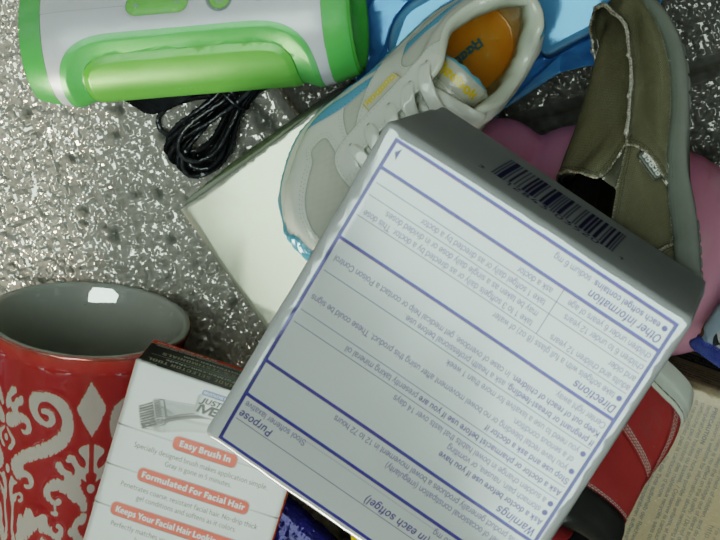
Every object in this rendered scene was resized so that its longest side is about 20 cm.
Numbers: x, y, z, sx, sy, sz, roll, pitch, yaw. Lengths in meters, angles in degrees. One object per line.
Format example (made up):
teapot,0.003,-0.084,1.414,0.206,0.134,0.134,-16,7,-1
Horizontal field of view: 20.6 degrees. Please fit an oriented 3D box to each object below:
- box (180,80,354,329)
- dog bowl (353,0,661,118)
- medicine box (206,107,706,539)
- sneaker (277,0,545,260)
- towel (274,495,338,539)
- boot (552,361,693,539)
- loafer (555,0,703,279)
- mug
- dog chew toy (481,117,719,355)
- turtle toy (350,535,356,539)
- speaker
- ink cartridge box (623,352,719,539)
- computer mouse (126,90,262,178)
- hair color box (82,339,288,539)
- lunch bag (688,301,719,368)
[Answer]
box,0.000,0.000,1.228,0.109,0.128,0.201,-33,96,15
dog bowl,0.090,-0.158,1.212,0.199,0.050,0.112,-27,98,15
medicine box,0.052,0.048,1.042,0.181,0.103,0.201,33,106,8
sneaker,0.028,-0.087,1.124,0.076,0.081,0.200,42,72,-12
towel,-0.078,0.241,1.266,0.147,0.050,0.200,41,99,-2
boot,0.091,0.072,1.126,0.200,0.145,0.072,41,150,-15
loafer,0.145,-0.065,1.104,0.069,0.075,0.202,-1,70,-7
mug,-0.167,0.130,1.284,0.177,0.133,0.202,20,113,35
dog chew toy,0.136,-0.029,1.190,0.199,0.125,0.125,21,107,-3
turtle toy,0.067,0.226,1.189,0.144,0.101,0.202,1,104,-10
speaker,-0.098,-0.145,1.183,0.198,0.088,0.089,-4,103,9
ink cartridge box,0.171,0.147,1.260,0.164,0.075,0.201,21,106,4
computer mouse,-0.142,-0.162,1.253,0.200,0.053,0.139,39,108,-1
hair color box,-0.107,0.157,1.199,0.110,0.064,0.202,18,101,0
lunch bag,0.309,0.009,1.151,0.124,0.199,0.171,43,111,37
